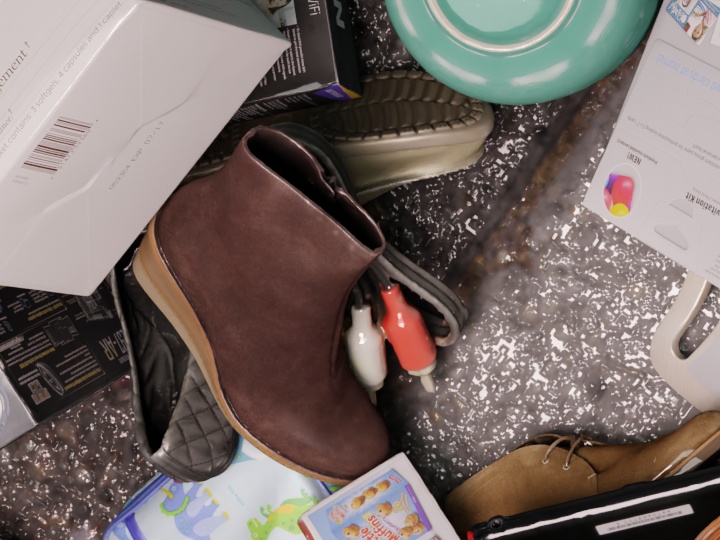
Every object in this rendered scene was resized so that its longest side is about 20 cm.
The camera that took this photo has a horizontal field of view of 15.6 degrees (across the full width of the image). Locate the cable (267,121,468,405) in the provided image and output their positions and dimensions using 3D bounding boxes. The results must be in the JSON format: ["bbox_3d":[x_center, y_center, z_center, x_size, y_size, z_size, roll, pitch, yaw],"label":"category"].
[{"bbox_3d":[0.000,0.000,1.496,0.097,0.050,0.200,-2,138,18],"label":"cable"}]

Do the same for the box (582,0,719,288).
[{"bbox_3d":[0.215,-0.096,1.433,0.156,0.041,0.201,35,108,48],"label":"box"}]

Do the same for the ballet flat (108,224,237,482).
[{"bbox_3d":[-0.115,0.029,1.538,0.066,0.057,0.201,-29,61,22],"label":"ballet flat"}]

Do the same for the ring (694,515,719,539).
[{"bbox_3d":[0.274,0.173,1.448,0.199,0.019,0.201,-1,139,-1],"label":"ring"}]

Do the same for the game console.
[{"bbox_3d":[0.178,0.167,1.477,0.199,0.031,0.177,-16,137,15],"label":"game console"}]

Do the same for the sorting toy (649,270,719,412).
[{"bbox_3d":[0.255,0.035,1.473,0.180,0.107,0.201,26,104,29],"label":"sorting toy"}]

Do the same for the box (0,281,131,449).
[{"bbox_3d":[-0.208,0.011,1.517,0.043,0.200,0.161,-32,91,17],"label":"box"}]

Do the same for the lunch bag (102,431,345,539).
[{"bbox_3d":[-0.046,0.189,1.567,0.161,0.082,0.200,-36,88,19],"label":"lunch bag"}]

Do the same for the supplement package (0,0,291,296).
[{"bbox_3d":[-0.188,-0.127,1.426,0.191,0.147,0.200,-50,63,17],"label":"supplement package"}]

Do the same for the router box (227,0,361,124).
[{"bbox_3d":[-0.093,-0.184,1.514,0.157,0.052,0.201,-10,83,15],"label":"router box"}]

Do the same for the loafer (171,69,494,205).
[{"bbox_3d":[-0.016,-0.062,1.527,0.199,0.076,0.068,-9,126,13],"label":"loafer"}]

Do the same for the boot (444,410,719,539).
[{"bbox_3d":[0.128,0.120,1.508,0.200,0.074,0.076,-33,78,30],"label":"boot"}]

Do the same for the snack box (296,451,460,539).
[{"bbox_3d":[0.047,0.204,1.469,0.072,0.024,0.200,-30,78,-15],"label":"snack box"}]

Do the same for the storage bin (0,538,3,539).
[{"bbox_3d":[-0.225,0.280,1.607,0.200,0.145,0.134,50,133,2],"label":"storage bin"}]

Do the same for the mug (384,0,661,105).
[{"bbox_3d":[0.073,-0.167,1.463,0.184,0.114,0.153,-4,98,14],"label":"mug"}]

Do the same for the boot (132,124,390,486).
[{"bbox_3d":[-0.030,0.025,1.454,0.200,0.072,0.166,45,143,-6],"label":"boot"}]
